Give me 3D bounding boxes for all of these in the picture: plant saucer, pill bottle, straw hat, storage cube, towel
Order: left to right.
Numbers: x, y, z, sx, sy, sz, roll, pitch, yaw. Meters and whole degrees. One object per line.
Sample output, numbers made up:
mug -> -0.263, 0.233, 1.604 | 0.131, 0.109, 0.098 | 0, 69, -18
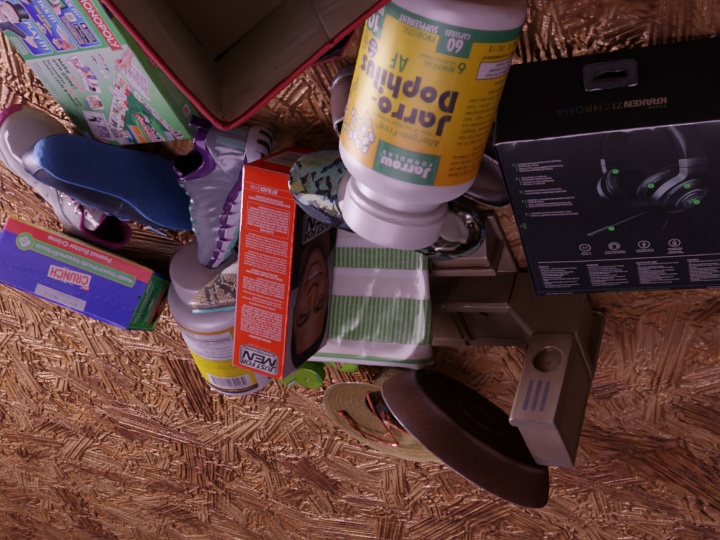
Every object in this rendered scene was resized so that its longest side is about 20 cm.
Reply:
pill bottle -> -0.160, 0.053, 1.150 | 0.108, 0.110, 0.201 | 10, 144, 16
storage cube -> -0.079, -0.225, 0.596 | 0.171, 0.180, 0.200 | -37, 118, 9
towel -> 0.000, 0.000, 0.981 | 0.151, 0.023, 0.202 | 3, 108, 25
straw hat -> 0.052, 0.153, 1.196 | 0.200, 0.085, 0.202 | 19, 150, 11
pill bottle -> 0.045, -0.122, 0.738 | 0.112, 0.113, 0.201 | 18, 122, 5
plant saucer -> 0.112, 0.157, 0.972 | 0.199, 0.200, 0.035 | 30, 102, -13

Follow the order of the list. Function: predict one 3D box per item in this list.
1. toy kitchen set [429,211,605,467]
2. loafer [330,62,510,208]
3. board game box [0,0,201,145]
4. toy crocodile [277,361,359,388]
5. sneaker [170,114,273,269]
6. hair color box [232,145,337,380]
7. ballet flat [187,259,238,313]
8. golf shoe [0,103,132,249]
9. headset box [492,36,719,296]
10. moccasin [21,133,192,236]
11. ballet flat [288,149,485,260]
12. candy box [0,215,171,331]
toy kitchen set -> 0.112, 0.064, 0.957 | 0.199, 0.181, 0.164 | -1, 139, 30
loafer -> 0.056, -0.102, 0.855 | 0.199, 0.071, 0.073 | 26, 146, -7
board game box -> -0.254, -0.200, 0.924 | 0.134, 0.029, 0.201 | -1, 140, 28
toy crocodile -> -0.041, 0.090, 1.176 | 0.062, 0.068, 0.200 | 40, 140, -17
sneaker -> -0.154, -0.082, 0.990 | 0.087, 0.075, 0.200 | 17, 137, -13
hair color box -> -0.070, -0.009, 0.939 | 0.061, 0.101, 0.202 | 14, 113, 20
ballet flat -> -0.087, 0.011, 1.050 | 0.198, 0.076, 0.068 | 2, 180, -21
golf shoe -> -0.308, -0.096, 1.038 | 0.091, 0.075, 0.200 | 32, 164, 37
headset box -> 0.208, -0.078, 0.771 | 0.173, 0.093, 0.201 | -4, 140, 21
moccasin -> -0.251, -0.095, 1.005 | 0.068, 0.081, 0.199 | -2, 158, 44
ballet flat -> 0.032, -0.058, 0.869 | 0.199, 0.075, 0.074 | 15, 153, -32
candy box -> -0.315, 0.008, 1.129 | 0.168, 0.078, 0.200 | 22, 177, -2
